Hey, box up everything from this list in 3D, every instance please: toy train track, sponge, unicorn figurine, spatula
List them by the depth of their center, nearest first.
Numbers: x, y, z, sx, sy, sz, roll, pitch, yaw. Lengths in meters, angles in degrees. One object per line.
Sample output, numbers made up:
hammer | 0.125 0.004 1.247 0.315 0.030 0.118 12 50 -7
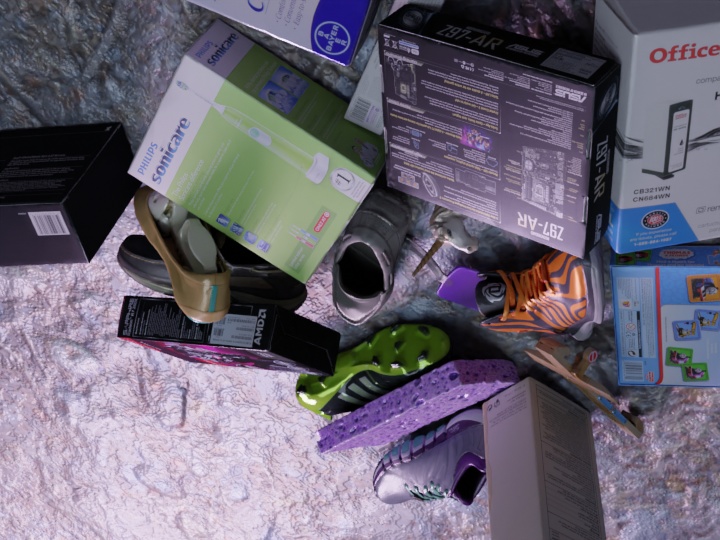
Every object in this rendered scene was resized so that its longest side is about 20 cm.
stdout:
unicorn figurine | 0.141 -0.076 1.087 0.136 0.074 0.202 17 114 4
spatula | 0.054 -0.018 1.182 0.199 0.021 0.057 32 137 -3
toy train track | 0.235 0.111 1.192 0.114 0.033 0.200 29 170 47
sponge | 0.058 0.143 1.262 0.199 0.111 0.030 -31 69 33

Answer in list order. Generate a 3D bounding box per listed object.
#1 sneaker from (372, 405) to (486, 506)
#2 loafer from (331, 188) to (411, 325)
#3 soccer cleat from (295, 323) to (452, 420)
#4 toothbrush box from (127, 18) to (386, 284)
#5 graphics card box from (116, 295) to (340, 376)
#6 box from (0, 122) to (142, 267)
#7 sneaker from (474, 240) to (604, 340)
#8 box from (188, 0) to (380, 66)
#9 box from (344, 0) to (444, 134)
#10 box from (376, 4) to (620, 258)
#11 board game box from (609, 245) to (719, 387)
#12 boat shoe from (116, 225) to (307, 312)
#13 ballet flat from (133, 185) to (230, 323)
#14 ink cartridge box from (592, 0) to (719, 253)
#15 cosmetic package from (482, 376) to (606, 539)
sneaker | 0.083 0.228 1.317 0.074 0.088 0.200 23 134 -30
loafer | 0.000 0.000 1.162 0.069 0.070 0.201 27 148 9
soccer cleat | 0.021 0.110 1.277 0.199 0.068 0.081 -20 137 31
toothbrush box | -0.090 -0.107 1.107 0.199 0.086 0.146 31 127 -5
graphics card box | -0.134 0.066 1.228 0.198 0.051 0.125 2 165 31
box | -0.337 -0.073 1.186 0.198 0.142 0.079 -1 130 19
sneaker | 0.160 0.020 1.093 0.111 0.078 0.200 0 156 3
box | -0.063 -0.292 0.949 0.198 0.105 0.185 22 130 0
box | 0.039 -0.206 1.027 0.041 0.039 0.201 23 131 -3
box | 0.108 -0.114 0.976 0.199 0.043 0.161 22 136 31
board game box | 0.340 0.046 1.134 0.198 0.037 0.152 1 128 18
boat shoe | -0.148 -0.015 1.227 0.198 0.075 0.074 11 121 -2
ballet flat | -0.165 -0.036 1.148 0.068 0.201 0.063 -8 135 -28
ink cartridge box | 0.264 -0.127 0.961 0.145 0.085 0.201 -9 128 -5
cosmetic package | 0.184 0.221 1.204 0.103 0.201 0.073 31 132 -29
